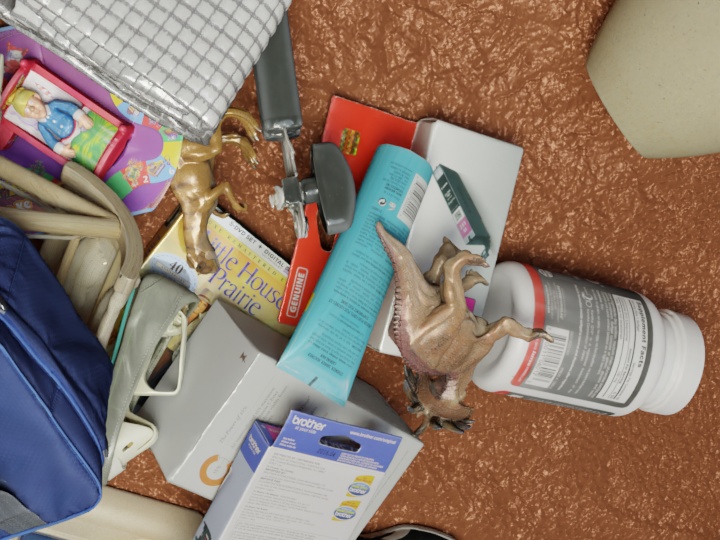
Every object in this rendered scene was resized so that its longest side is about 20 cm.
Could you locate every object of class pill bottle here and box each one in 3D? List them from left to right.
[{"bbox_3d":[0.202,0.067,1.053,0.197,0.116,0.118,13,101,-20],"label":"pill bottle"}]

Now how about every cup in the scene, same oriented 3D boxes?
[{"bbox_3d":[0.276,-0.177,0.985,0.142,0.202,0.200,-33,115,24],"label":"cup"}]

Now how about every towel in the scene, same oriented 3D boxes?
[{"bbox_3d":[-0.154,-0.211,0.844,0.198,0.086,0.167,32,78,-9],"label":"towel"}]

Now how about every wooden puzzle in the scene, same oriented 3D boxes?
[{"bbox_3d":[-0.246,0.288,1.014,0.183,0.046,0.203,20,98,-21],"label":"wooden puzzle"}]

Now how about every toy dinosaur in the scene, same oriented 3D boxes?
[{"bbox_3d":[-0.136,-0.098,0.914,0.105,0.060,0.203,-22,94,-19],"label":"toy dinosaur"},{"bbox_3d":[0.060,0.056,0.927,0.136,0.086,0.200,-47,128,-4],"label":"toy dinosaur"}]

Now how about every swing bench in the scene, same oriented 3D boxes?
[{"bbox_3d":[-0.280,0.017,0.852,0.197,0.131,0.200,18,123,-22],"label":"swing bench"}]

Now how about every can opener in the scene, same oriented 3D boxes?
[{"bbox_3d":[-0.052,-0.123,0.921,0.065,0.053,0.204,-12,85,-10],"label":"can opener"}]

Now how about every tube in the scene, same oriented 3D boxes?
[{"bbox_3d":[0.000,0.000,0.924,0.077,0.050,0.203,31,74,-32],"label":"tube"}]

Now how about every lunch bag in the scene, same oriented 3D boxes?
[{"bbox_3d":[-0.247,0.075,0.735,0.134,0.133,0.201,-21,129,7],"label":"lunch bag"}]

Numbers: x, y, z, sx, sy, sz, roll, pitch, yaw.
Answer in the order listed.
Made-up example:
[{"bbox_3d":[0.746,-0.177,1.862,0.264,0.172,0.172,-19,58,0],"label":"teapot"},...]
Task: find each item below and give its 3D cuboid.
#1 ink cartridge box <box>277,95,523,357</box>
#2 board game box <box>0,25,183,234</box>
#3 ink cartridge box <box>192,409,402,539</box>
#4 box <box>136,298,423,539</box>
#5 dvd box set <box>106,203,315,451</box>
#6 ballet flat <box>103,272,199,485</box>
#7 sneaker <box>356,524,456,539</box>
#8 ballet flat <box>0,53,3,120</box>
[{"bbox_3d":[0.036,-0.031,0.993,0.171,0.043,0.204,13,92,-25],"label":"ink cartridge box"},{"bbox_3d":[-0.233,-0.109,0.875,0.196,0.039,0.161,-11,98,3],"label":"board game box"},{"bbox_3d":[-0.061,0.196,0.922,0.118,0.042,0.202,18,109,-35],"label":"ink cartridge box"},{"bbox_3d":[-0.066,0.134,0.973,0.199,0.097,0.125,33,96,-37],"label":"box"},{"bbox_3d":[-0.145,0.052,0.987,0.146,0.029,0.201,39,92,-23],"label":"dvd box set"},{"bbox_3d":[-0.177,0.101,0.907,0.063,0.067,0.203,20,76,-3],"label":"ballet flat"},{"bbox_3d":[0.018,0.287,1.059,0.196,0.112,0.074,6,104,-19],"label":"sneaker"},{"bbox_3d":[-0.280,-0.146,0.802,0.071,0.202,0.073,-16,144,-12],"label":"ballet flat"}]
